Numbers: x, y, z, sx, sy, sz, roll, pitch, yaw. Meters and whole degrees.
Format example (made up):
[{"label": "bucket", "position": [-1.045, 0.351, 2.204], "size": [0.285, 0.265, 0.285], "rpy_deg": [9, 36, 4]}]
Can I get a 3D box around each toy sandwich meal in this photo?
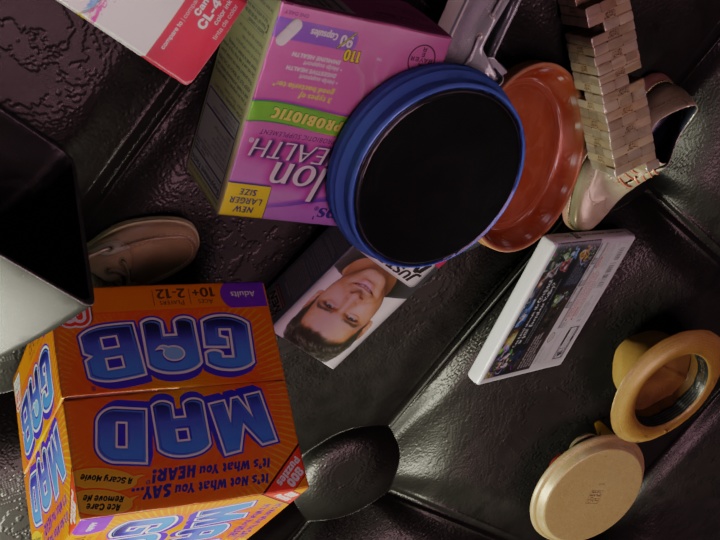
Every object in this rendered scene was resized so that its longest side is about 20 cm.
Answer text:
[{"label": "toy sandwich meal", "position": [0.314, 0.301, 1.510], "size": [0.204, 0.070, 0.207], "rpy_deg": [-12, 122, -19]}]

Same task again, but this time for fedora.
[{"label": "fedora", "position": [0.394, 0.138, 1.428], "size": [0.199, 0.082, 0.202], "rpy_deg": [-19, 133, -22]}]

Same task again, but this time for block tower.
[{"label": "block tower", "position": [0.257, -0.194, 1.105], "size": [0.057, 0.054, 0.201], "rpy_deg": [-24, 114, -12]}]

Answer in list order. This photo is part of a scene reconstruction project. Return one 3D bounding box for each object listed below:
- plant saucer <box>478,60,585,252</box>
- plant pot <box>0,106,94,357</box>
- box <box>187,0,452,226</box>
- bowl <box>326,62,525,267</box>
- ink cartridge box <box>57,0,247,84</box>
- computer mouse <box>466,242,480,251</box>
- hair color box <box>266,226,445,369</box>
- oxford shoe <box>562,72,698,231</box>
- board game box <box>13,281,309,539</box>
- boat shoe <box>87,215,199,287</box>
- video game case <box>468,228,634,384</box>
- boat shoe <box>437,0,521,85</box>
[{"label": "plant saucer", "position": [0.167, -0.120, 1.120], "size": [0.199, 0.032, 0.202], "rpy_deg": [-22, 122, -39]}, {"label": "plant pot", "position": [-0.350, -0.028, 0.833], "size": [0.177, 0.200, 0.200], "rpy_deg": [-39, 133, 15]}, {"label": "box", "position": [-0.041, -0.151, 0.974], "size": [0.175, 0.097, 0.201], "rpy_deg": [5, 120, -32]}, {"label": "bowl", "position": [0.065, -0.091, 0.987], "size": [0.199, 0.039, 0.202], "rpy_deg": [-16, 128, -21]}, {"label": "ink cartridge box", "position": [-0.199, -0.243, 0.788], "size": [0.086, 0.148, 0.200], "rpy_deg": [-49, 132, 9]}, {"label": "computer mouse", "position": [0.094, -0.088, 1.126], "size": [0.139, 0.046, 0.201], "rpy_deg": [-15, 128, -21]}, {"label": "hair color box", "position": [0.000, 0.000, 1.103], "size": [0.200, 0.061, 0.099], "rpy_deg": [-44, 126, 16]}, {"label": "oxford shoe", "position": [0.299, -0.122, 1.198], "size": [0.070, 0.074, 0.201], "rpy_deg": [15, 114, -36]}, {"label": "board game box", "position": [-0.192, 0.145, 0.978], "size": [0.199, 0.201, 0.200], "rpy_deg": [-2, 153, -28]}, {"label": "boat shoe", "position": [-0.240, 0.008, 0.993], "size": [0.199, 0.065, 0.073], "rpy_deg": [-18, 129, -18]}, {"label": "video game case", "position": [0.228, 0.040, 1.267], "size": [0.181, 0.023, 0.201], "rpy_deg": [-6, 130, -47]}, {"label": "boat shoe", "position": [0.105, -0.200, 1.010], "size": [0.070, 0.071, 0.202], "rpy_deg": [-12, 124, -69]}]
